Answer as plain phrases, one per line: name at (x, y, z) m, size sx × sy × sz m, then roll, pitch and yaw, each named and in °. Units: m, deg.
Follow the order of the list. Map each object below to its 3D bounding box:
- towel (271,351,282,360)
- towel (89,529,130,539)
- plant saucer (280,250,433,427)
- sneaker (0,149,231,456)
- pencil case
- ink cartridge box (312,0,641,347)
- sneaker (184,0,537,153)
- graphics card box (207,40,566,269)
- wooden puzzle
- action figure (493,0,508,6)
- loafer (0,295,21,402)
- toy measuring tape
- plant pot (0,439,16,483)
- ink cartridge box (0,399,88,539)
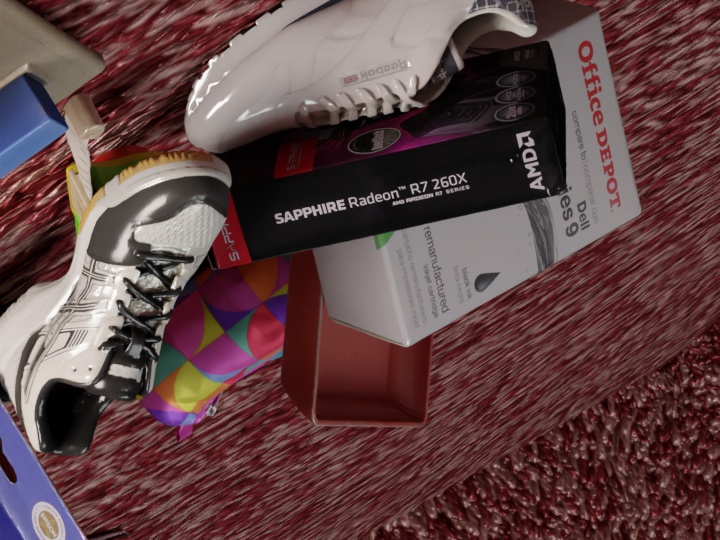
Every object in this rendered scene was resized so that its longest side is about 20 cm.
towel at (-0.055, 0.034, 2.226) m, size 0.146 × 0.022 × 0.200 m, roll -26°, pitch 167°, yaw -41°
towel at (-0.318, 0.313, 2.693) m, size 0.200 × 0.023 × 0.145 m, roll -38°, pitch 170°, yaw 18°
plant saucer at (0.000, 0.000, 1.850) m, size 0.037 × 0.201 × 0.199 m, roll 3°, pitch 178°, yaw 22°
sneaker at (-0.120, 0.022, 1.497) m, size 0.075 × 0.088 × 0.200 m, roll 8°, pitch 137°, yaw -35°
pencil case at (-0.078, 0.027, 1.952) m, size 0.200 × 0.089 × 0.088 m, roll -40°, pitch 168°, yaw 25°
ink cartridge box at (0.064, -0.066, 1.746) m, size 0.200 × 0.147 × 0.084 m, roll -29°, pitch -153°, yaw -29°
sneaker at (-0.002, -0.114, 1.541) m, size 0.200 × 0.081 × 0.076 m, roll -33°, pitch 172°, yaw 2°
graphics card box at (0.014, -0.065, 1.575) m, size 0.199 × 0.051 × 0.126 m, roll -11°, pitch -158°, yaw 10°
wooden puzzle at (-0.210, -0.049, 1.285) m, size 0.185 × 0.046 × 0.200 m, roll -35°, pitch 170°, yaw 7°
action figure at (0.115, -0.225, 1.443) m, size 0.200 × 0.069 × 0.130 m, roll -40°, pitch 162°, yaw 11°
loafer at (-0.183, 0.046, 1.672) m, size 0.070 × 0.068 × 0.200 m, roll -17°, pitch 179°, yaw -30°
toy measuring tape at (-0.120, -0.049, 1.530) m, size 0.073 × 0.074 × 0.200 m, roll -31°, pitch 160°, yaw -15°
plant pot at (-0.307, 0.202, 1.772) m, size 0.176 × 0.201 × 0.200 m, roll -25°, pitch 171°, yaw 11°
ink cartridge box at (-0.248, 0.133, 1.583) m, size 0.043 × 0.197 × 0.200 m, roll -25°, pitch 166°, yaw -42°
